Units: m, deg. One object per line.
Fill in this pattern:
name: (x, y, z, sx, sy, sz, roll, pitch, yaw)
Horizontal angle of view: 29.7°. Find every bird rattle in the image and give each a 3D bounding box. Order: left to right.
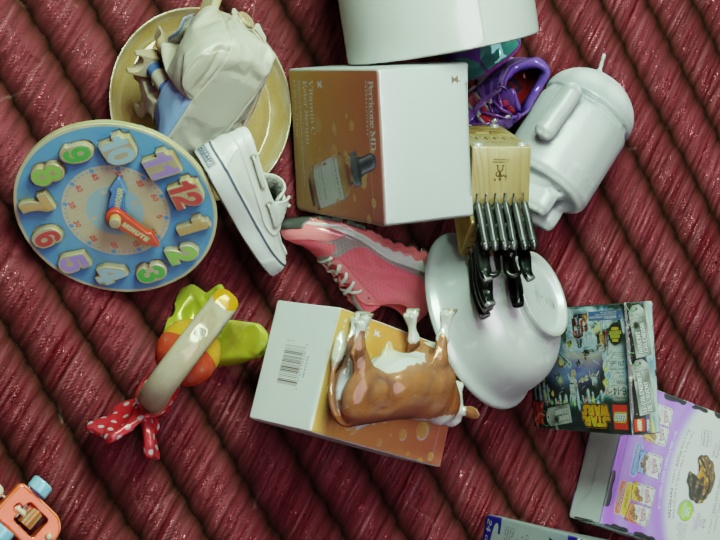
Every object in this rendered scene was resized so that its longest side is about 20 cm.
bird rattle: (-0.183, 0.089, 1.337, 0.113, 0.163, 0.200, 44, 61, 4)

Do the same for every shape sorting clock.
shape sorting clock: (-0.237, -0.057, 1.315, 0.197, 0.039, 0.202, -2, 127, -3)

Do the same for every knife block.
knife block: (0.132, -0.052, 1.418, 0.063, 0.200, 0.178, 0, 105, -9)

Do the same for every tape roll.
tape roll: (0.073, -0.293, 1.374, 0.200, 0.202, 0.141, -15, 104, -24)

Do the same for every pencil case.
pencil case: (0.093, -0.311, 1.517, 0.092, 0.085, 0.201, -43, 102, -23)

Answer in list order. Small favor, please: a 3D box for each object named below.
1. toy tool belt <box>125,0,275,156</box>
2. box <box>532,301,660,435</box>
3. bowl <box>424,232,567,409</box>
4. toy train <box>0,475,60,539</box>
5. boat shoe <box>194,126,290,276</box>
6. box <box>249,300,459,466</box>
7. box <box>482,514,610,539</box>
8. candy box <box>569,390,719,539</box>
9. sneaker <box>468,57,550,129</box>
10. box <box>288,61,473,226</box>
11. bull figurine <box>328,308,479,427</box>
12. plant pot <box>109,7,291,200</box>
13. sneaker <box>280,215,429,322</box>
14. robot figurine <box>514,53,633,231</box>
toy tool belt: (-0.172, -0.179, 1.348, 0.124, 0.124, 0.201, 15, 125, -39)
box: (0.253, 0.107, 1.497, 0.039, 0.199, 0.139, -3, 87, -23)
bowl: (0.162, 0.040, 1.469, 0.200, 0.090, 0.204, 33, 46, -41)
toy train: (-0.341, 0.306, 1.305, 0.150, 0.055, 0.201, 41, 69, -15)
boat shoe: (-0.104, -0.070, 1.372, 0.065, 0.072, 0.201, -31, 139, -4)
box: (0.000, 0.119, 1.405, 0.199, 0.097, 0.126, 21, 79, -44)
box: (0.251, 0.344, 1.481, 0.182, 0.199, 0.107, 15, 82, -22)
candy box: (0.363, 0.240, 1.608, 0.198, 0.071, 0.170, 21, 78, -21)
sneaker: (0.138, -0.175, 1.529, 0.081, 0.083, 0.201, 45, 72, -14)
box: (0.018, -0.134, 1.394, 0.105, 0.199, 0.155, -8, 100, -28)
bull figurine: (0.046, 0.100, 1.338, 0.198, 0.065, 0.124, -2, 91, -46)
plant pot: (-0.169, -0.173, 1.424, 0.197, 0.027, 0.203, 1, 87, -24)
sneaker: (0.000, 0.000, 1.463, 0.198, 0.074, 0.088, 20, 82, -20)
robot figurine: (0.236, -0.146, 1.547, 0.112, 0.170, 0.201, 29, 79, 23)
